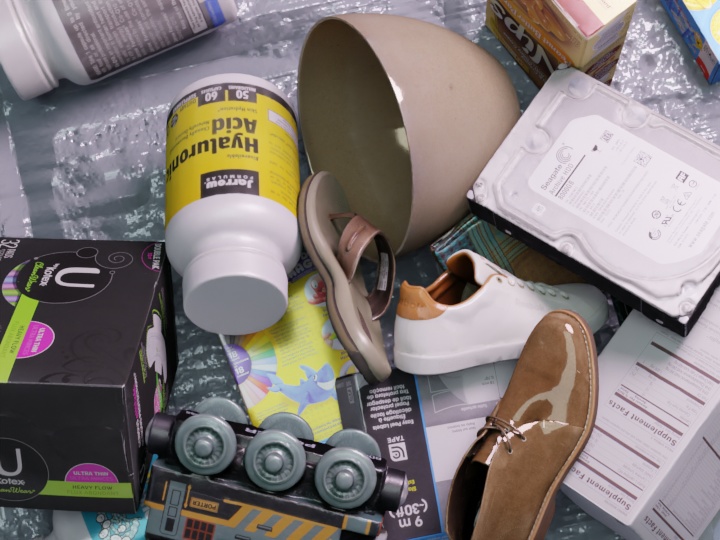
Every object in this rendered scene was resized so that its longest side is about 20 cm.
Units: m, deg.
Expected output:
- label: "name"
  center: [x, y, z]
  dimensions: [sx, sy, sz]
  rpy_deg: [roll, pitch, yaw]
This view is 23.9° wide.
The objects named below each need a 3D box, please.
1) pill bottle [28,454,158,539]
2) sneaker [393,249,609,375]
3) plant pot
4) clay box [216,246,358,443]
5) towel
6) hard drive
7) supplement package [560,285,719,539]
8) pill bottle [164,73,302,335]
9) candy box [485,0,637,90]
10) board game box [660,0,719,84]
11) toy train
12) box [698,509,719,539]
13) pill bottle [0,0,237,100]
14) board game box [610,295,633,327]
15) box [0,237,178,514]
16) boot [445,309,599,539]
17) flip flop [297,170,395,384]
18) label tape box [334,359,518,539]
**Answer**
- label: "pill bottle"
  center: [-0.167, 0.203, 1.356]
  dimensions: [0.200, 0.111, 0.111]
  rpy_deg: [-28, 78, -3]
- label: "sneaker"
  center: [0.116, 0.022, 1.329]
  dimensions: [0.200, 0.073, 0.085]
  rpy_deg: [-12, 109, -33]
- label: "plant pot"
  center: [0.051, -0.120, 1.388]
  dimensions: [0.134, 0.200, 0.201]
  rpy_deg: [-16, 76, -24]
- label: "clay box"
  center: [-0.046, 0.084, 1.406]
  dimensions: [0.115, 0.048, 0.201]
  rpy_deg: [-21, 77, -4]
- label: "towel"
  center: [0.166, -0.029, 1.389]
  dimensions: [0.200, 0.022, 0.147]
  rpy_deg: [-39, 122, -6]
- label: "hard drive"
  center: [0.200, -0.057, 1.304]
  dimensions: [0.200, 0.038, 0.140]
  rpy_deg: [32, 77, 21]
- label: "supplement package"
  center: [0.243, 0.110, 1.323]
  dimensions: [0.109, 0.114, 0.200]
  rpy_deg: [32, 82, 40]
- label: "pill bottle"
  center: [-0.102, -0.052, 1.373]
  dimensions: [0.111, 0.111, 0.200]
  rpy_deg: [-6, 53, 2]
- label: "candy box"
  center: [0.158, -0.209, 1.381]
  dimensions: [0.055, 0.200, 0.116]
  rpy_deg: [-36, 78, -6]
- label: "board game box"
  center: [0.342, -0.293, 1.464]
  dimensions: [0.200, 0.056, 0.196]
  rpy_deg: [-28, 78, -3]
- label: "toy train"
  center: [-0.068, 0.166, 1.265]
  dimensions: [0.199, 0.085, 0.114]
  rpy_deg: [13, 99, 1]
- label: "box"
  center: [0.307, 0.237, 1.358]
  dimensions: [0.160, 0.044, 0.200]
  rpy_deg: [36, 82, 10]
- label: "pill bottle"
  center: [-0.216, -0.227, 1.449]
  dimensions: [0.200, 0.114, 0.114]
  rpy_deg: [-24, 78, -3]
- label: "board game box"
  center: [0.286, -0.031, 1.372]
  dimensions: [0.200, 0.135, 0.028]
  rpy_deg: [-36, 56, -5]
- label: "box"
  center: [-0.231, 0.078, 1.329]
  dimensions: [0.148, 0.200, 0.125]
  rpy_deg: [1, 122, 3]
- label: "boot"
  center: [0.120, 0.123, 1.267]
  dimensions: [0.073, 0.075, 0.201]
  rpy_deg: [17, 90, 43]
- label: "flip flop"
  center: [0.000, 0.000, 1.324]
  dimensions: [0.057, 0.081, 0.200]
  rpy_deg: [-30, 44, 14]
- label: "label tape box"
  center: [0.070, 0.170, 1.342]
  dimensions: [0.144, 0.063, 0.201]
  rpy_deg: [-8, 84, -19]
